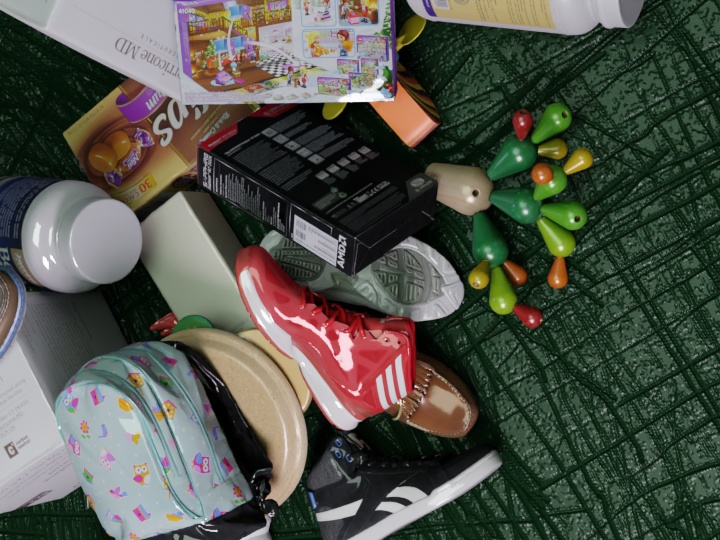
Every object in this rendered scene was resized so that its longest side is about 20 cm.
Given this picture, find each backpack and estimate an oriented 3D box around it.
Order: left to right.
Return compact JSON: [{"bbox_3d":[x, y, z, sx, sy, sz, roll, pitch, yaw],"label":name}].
[{"bbox_3d":[-0.186,0.164,1.471,0.166,0.126,0.201,-20,94,32],"label":"backpack"}]

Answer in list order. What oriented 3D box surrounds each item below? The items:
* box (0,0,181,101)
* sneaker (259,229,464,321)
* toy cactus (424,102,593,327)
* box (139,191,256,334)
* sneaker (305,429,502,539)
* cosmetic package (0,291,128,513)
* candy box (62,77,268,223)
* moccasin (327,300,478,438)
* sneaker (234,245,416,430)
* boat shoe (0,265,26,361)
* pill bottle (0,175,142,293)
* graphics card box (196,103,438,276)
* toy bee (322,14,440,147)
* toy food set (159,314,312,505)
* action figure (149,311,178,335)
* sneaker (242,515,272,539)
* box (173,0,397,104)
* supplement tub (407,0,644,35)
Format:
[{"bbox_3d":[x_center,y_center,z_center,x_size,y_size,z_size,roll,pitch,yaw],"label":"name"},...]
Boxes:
[{"bbox_3d":[-0.250,-0.295,1.536,0.200,0.199,0.172,31,94,38],"label":"box"},{"bbox_3d":[0.000,0.000,1.541,0.199,0.099,0.078,14,85,-4],"label":"sneaker"},{"bbox_3d":[0.128,-0.061,1.486,0.164,0.102,0.201,18,106,31],"label":"toy cactus"},{"bbox_3d":[-0.141,0.024,1.601,0.082,0.068,0.201,-36,78,19],"label":"box"},{"bbox_3d":[0.028,0.187,1.532,0.199,0.073,0.112,-33,80,21],"label":"sneaker"},{"bbox_3d":[-0.331,0.131,1.609,0.164,0.200,0.166,-34,77,19],"label":"cosmetic package"},{"bbox_3d":[-0.190,-0.148,1.625,0.200,0.056,0.117,-36,77,20],"label":"candy box"},{"bbox_3d":[0.021,0.093,1.527,0.201,0.078,0.074,38,102,10],"label":"moccasin"},{"bbox_3d":[-0.018,0.041,1.450,0.115,0.079,0.200,-27,115,20],"label":"sneaker"},{"bbox_3d":[-0.385,0.077,1.485,0.072,0.072,0.200,46,105,17],"label":"boat shoe"},{"bbox_3d":[-0.304,-0.036,1.604,0.199,0.111,0.112,7,94,50],"label":"pill bottle"},{"bbox_3d":[-0.041,-0.082,1.506,0.199,0.125,0.051,29,134,28],"label":"graphics card box"},{"bbox_3d":[0.004,-0.214,1.531,0.130,0.109,0.201,-20,109,15],"label":"toy bee"},{"bbox_3d":[-0.136,0.142,1.540,0.197,0.049,0.201,8,109,23],"label":"toy food set"},{"bbox_3d":[-0.144,0.136,1.608,0.052,0.065,0.201,-34,76,-3],"label":"action figure"},{"bbox_3d":[-0.174,0.300,1.619,0.199,0.076,0.093,-15,90,23],"label":"sneaker"},{"bbox_3d":[-0.068,-0.221,1.456,0.198,0.039,0.138,0,113,6],"label":"box"},{"bbox_3d":[0.149,-0.287,1.435,0.199,0.145,0.147,9,94,21],"label":"supplement tub"}]
